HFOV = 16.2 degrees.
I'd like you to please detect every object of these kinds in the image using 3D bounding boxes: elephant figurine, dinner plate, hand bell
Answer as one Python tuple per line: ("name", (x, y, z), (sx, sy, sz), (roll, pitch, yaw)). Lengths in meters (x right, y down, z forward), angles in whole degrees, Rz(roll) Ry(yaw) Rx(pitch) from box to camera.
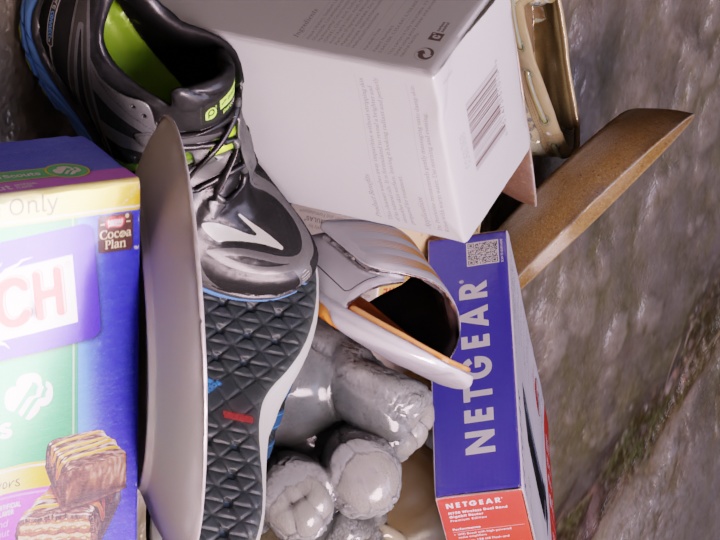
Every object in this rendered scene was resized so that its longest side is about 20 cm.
("elephant figurine", (-0.029, 0.106, 1.396), (0.200, 0.141, 0.155), (74, 29, -73))
("dinner plate", (-0.092, 0.031, 1.127), (0.200, 0.024, 0.201), (179, -90, -78))
("hand bell", (-0.031, 0.190, 1.524), (0.200, 0.104, 0.104), (-34, 132, -36))

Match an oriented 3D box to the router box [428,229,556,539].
("router box", (0.078, 0.110, 1.453), (0.180, 0.049, 0.200), (75, 11, -45))

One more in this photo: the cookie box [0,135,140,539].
("cookie box", (-0.183, 0.053, 1.080), (0.171, 0.075, 0.200), (-8, 111, -28))

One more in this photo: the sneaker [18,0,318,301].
("sneaker", (-0.085, -0.064, 1.211), (0.200, 0.083, 0.071), (55, 52, -20))

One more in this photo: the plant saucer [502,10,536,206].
("plant saucer", (0.069, -0.133, 1.417), (0.200, 0.034, 0.201), (-9, 90, -86))

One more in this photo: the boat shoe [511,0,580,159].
("boat shoe", (0.112, -0.166, 1.633), (0.073, 0.063, 0.200), (-46, 140, -45))

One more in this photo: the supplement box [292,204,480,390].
("supplement box", (0.012, -0.002, 1.503), (0.126, 0.073, 0.200), (-12, 113, -60))

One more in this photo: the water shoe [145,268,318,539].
("water shoe", (-0.075, 0.069, 1.264), (0.079, 0.071, 0.200), (129, -22, -60))

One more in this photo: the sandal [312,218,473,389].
("sandal", (-0.006, -0.003, 1.336), (0.079, 0.207, 0.059), (29, 93, -41))

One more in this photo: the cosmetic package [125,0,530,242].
("cosmetic package", (-0.025, -0.096, 1.256), (0.081, 0.200, 0.113), (-54, 147, -36))

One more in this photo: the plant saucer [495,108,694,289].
("plant saucer", (0.139, -0.046, 1.682), (0.200, 0.035, 0.200), (-44, 174, -5))
